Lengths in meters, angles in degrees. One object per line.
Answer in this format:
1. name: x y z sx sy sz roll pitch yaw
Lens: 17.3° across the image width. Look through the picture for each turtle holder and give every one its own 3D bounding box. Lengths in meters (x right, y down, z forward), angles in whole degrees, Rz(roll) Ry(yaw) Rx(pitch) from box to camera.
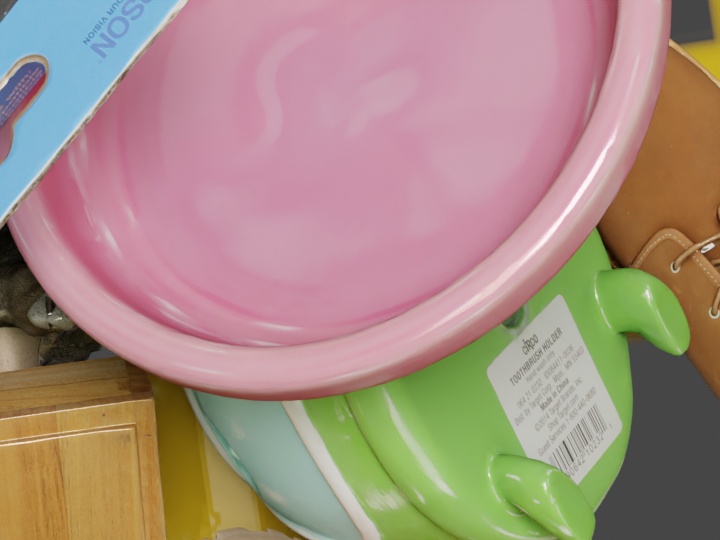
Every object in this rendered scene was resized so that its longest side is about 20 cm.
1. turtle holder: 0.000 0.011 0.737 0.185 0.131 0.142 39 52 -34

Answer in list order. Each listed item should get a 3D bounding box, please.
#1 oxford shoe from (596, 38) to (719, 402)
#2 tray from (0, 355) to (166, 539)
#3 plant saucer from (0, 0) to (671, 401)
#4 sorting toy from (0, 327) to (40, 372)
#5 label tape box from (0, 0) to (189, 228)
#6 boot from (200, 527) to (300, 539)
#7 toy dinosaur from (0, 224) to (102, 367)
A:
1. oxford shoe: 0.122 -0.004 0.775 0.071 0.071 0.201 -34 86 4
2. tray: -0.107 0.131 0.753 0.098 0.037 0.202 -7 115 -10
3. plant saucer: -0.007 -0.057 0.657 0.199 0.051 0.202 -8 68 21
4. sorting toy: -0.190 0.101 0.813 0.198 0.036 0.187 -9 89 -2
5. label tape box: -0.136 -0.065 0.652 0.200 0.063 0.144 39 89 29
6. boot: 0.035 0.154 0.733 0.199 0.107 0.075 26 94 -29
7. toy dinosaur: -0.132 -0.028 0.787 0.101 0.077 0.201 -11 48 -15
